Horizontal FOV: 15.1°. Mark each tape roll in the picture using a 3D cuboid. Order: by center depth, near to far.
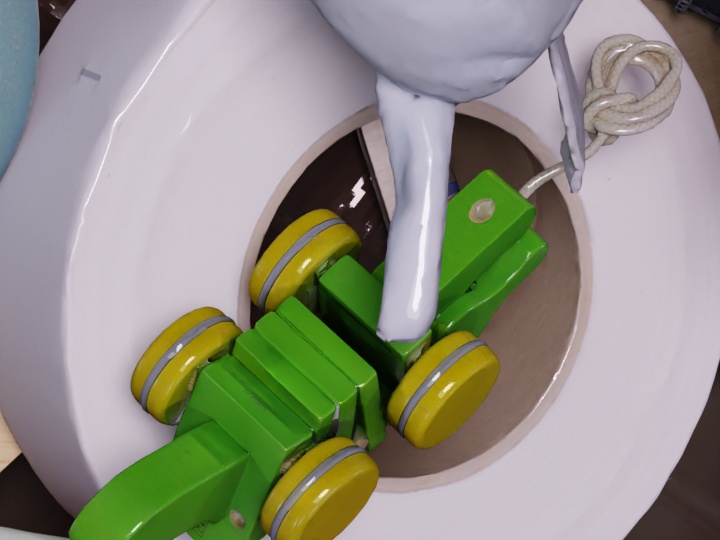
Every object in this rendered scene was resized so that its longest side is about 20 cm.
[{"bbox_3d":[0.000,0.000,0.733,0.202,0.071,0.203,-6,103,-26],"label":"tape roll"}]

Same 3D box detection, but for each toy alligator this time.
[{"bbox_3d":[0.008,0.015,0.675,0.200,0.054,0.059,-40,70,-23],"label":"toy alligator"}]

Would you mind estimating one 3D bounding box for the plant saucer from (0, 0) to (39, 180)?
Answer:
[{"bbox_3d":[-0.180,-0.057,0.664,0.200,0.027,0.200,0,124,0],"label":"plant saucer"}]

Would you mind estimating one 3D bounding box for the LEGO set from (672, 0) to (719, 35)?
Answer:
[{"bbox_3d":[0.097,-0.167,0.756,0.154,0.116,0.200,35,79,3],"label":"LEGO set"}]

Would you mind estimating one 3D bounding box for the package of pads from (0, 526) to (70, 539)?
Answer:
[{"bbox_3d":[-0.038,0.150,0.718,0.154,0.200,0.068,12,53,-6],"label":"package of pads"}]

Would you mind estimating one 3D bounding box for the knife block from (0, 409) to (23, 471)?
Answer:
[{"bbox_3d":[-0.179,0.012,0.763,0.200,0.064,0.176,-43,95,-6],"label":"knife block"}]

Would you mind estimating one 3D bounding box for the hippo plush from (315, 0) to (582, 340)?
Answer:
[{"bbox_3d":[-0.003,-0.130,0.622,0.161,0.200,0.159,28,47,22],"label":"hippo plush"}]

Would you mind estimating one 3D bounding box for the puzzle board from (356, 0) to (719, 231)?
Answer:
[{"bbox_3d":[0.092,-0.075,0.822,0.200,0.017,0.151,-17,92,-6],"label":"puzzle board"}]
